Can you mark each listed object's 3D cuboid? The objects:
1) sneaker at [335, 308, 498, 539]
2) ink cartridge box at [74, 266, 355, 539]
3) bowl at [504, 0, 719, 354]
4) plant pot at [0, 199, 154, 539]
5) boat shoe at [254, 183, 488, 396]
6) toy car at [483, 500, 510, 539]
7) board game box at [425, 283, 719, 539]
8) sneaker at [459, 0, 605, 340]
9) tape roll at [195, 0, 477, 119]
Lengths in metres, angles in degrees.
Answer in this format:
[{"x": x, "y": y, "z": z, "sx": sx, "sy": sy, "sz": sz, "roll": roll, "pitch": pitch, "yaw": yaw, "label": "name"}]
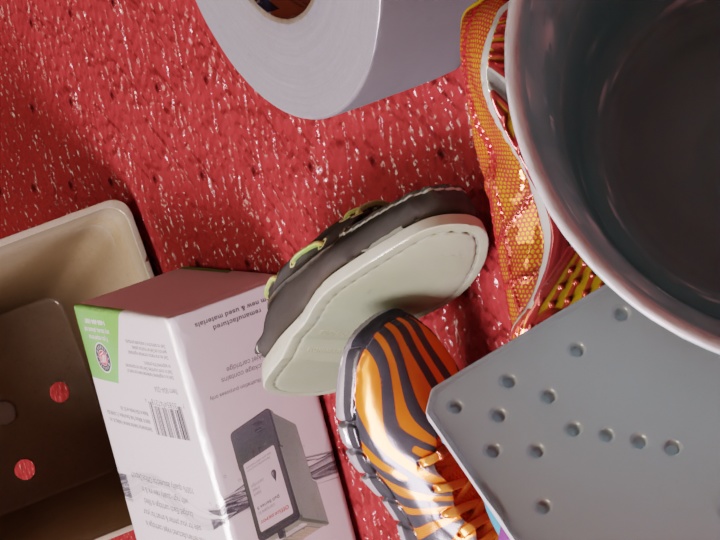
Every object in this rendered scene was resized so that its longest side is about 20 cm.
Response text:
[{"x": 0.062, "y": 0.112, "z": 1.133, "sx": 0.112, "sy": 0.077, "sz": 0.201, "roll": 15, "pitch": 134, "yaw": 52, "label": "sneaker"}, {"x": -0.085, "y": 0.107, "z": 1.374, "sx": 0.145, "sy": 0.084, "sz": 0.201, "roll": 5, "pitch": 112, "yaw": 61, "label": "ink cartridge box"}, {"x": 0.144, "y": -0.053, "z": 0.774, "sx": 0.202, "sy": 0.200, "sz": 0.105, "roll": 63, "pitch": 172, "yaw": 13, "label": "bowl"}, {"x": -0.227, "y": 0.088, "z": 1.523, "sx": 0.201, "sy": 0.199, "sz": 0.177, "roll": 69, "pitch": 163, "yaw": 0, "label": "plant pot"}, {"x": 0.000, "y": 0.000, "z": 1.165, "sx": 0.201, "sy": 0.071, "sz": 0.061, "roll": -43, "pitch": 47, "yaw": 53, "label": "boat shoe"}, {"x": 0.122, "y": 0.108, "z": 0.887, "sx": 0.200, "sy": 0.149, "sz": 0.176, "roll": 47, "pitch": 122, "yaw": 41, "label": "toy car"}, {"x": 0.156, "y": 0.076, "z": 0.804, "sx": 0.200, "sy": 0.199, "sz": 0.026, "roll": 54, "pitch": 167, "yaw": 26, "label": "board game box"}, {"x": 0.089, "y": -0.027, "z": 1.011, "sx": 0.077, "sy": 0.072, "sz": 0.202, "roll": -128, "pitch": 29, "yaw": -75, "label": "sneaker"}, {"x": -0.020, "y": -0.176, "z": 1.091, "sx": 0.200, "sy": 0.066, "sz": 0.201, "roll": 41, "pitch": 142, "yaw": 44, "label": "tape roll"}]
